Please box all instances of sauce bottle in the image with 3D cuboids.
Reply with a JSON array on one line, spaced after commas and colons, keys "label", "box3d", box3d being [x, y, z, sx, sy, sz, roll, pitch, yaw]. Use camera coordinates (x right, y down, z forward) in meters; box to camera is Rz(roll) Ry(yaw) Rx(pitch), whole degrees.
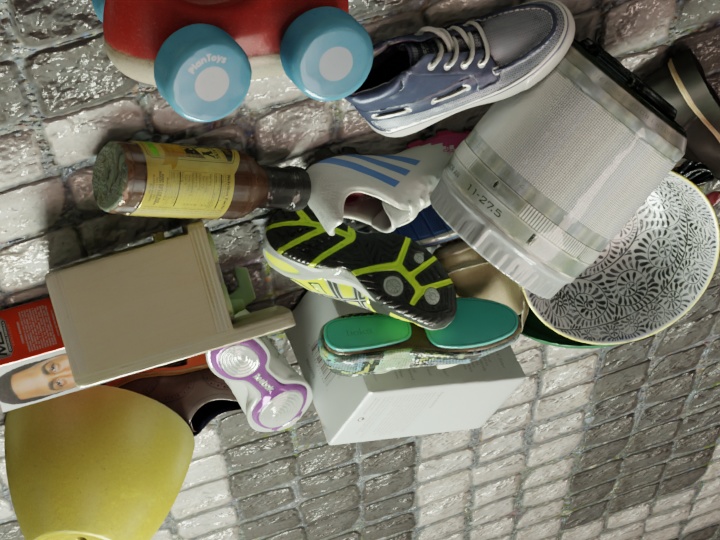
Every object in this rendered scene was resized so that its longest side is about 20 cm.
[{"label": "sauce bottle", "box3d": [-0.134, -0.076, 1.503, 0.200, 0.065, 0.065, 2, 144, -40]}]

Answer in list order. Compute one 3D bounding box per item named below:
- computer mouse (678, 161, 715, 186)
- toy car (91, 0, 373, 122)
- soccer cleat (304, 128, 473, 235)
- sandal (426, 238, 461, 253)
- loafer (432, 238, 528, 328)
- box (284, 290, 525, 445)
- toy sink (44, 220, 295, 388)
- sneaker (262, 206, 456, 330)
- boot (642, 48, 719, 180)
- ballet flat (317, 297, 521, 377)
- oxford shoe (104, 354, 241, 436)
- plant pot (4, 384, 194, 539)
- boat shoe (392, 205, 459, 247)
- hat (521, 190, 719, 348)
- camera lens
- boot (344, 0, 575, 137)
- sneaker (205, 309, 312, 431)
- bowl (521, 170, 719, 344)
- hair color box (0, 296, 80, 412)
[{"label": "computer mouse", "box3d": [0.296, -0.096, 1.796, 0.140, 0.046, 0.200, -34, 150, 25]}, {"label": "toy car", "box3d": [-0.092, -0.233, 1.188, 0.176, 0.184, 0.201, -11, 122, -20]}, {"label": "soccer cleat", "box3d": [0.042, -0.075, 1.607, 0.199, 0.087, 0.070, -10, 151, -22]}, {"label": "sandal", "box3d": [0.066, -0.016, 1.774, 0.202, 0.050, 0.083, 3, 128, -47]}, {"label": "loafer", "box3d": [0.131, 0.018, 1.749, 0.076, 0.068, 0.200, -21, 157, 18]}, {"label": "box", "box3d": [0.046, 0.085, 1.824, 0.200, 0.153, 0.106, -2, 146, -33]}, {"label": "toy sink", "box3d": [-0.172, 0.020, 1.551, 0.199, 0.112, 0.130, -16, -176, -7]}, {"label": "sneaker", "box3d": [0.000, 0.000, 1.668, 0.200, 0.076, 0.076, 27, 155, -3]}, {"label": "boot", "box3d": [0.296, -0.130, 1.722, 0.138, 0.078, 0.200, -25, 140, 15]}, {"label": "ballet flat", "box3d": [0.057, 0.069, 1.699, 0.199, 0.074, 0.074, -3, 150, -4]}, {"label": "oxford shoe", "box3d": [-0.208, 0.143, 1.827, 0.199, 0.073, 0.071, -20, 154, 4]}, {"label": "plant pot", "box3d": [-0.278, 0.229, 1.785, 0.199, 0.142, 0.200, 3, 145, 2]}, {"label": "boat shoe", "box3d": [0.121, -0.069, 1.691, 0.200, 0.072, 0.072, -26, 154, 7]}, {"label": "hat", "box3d": [0.247, -0.035, 1.829, 0.199, 0.166, 0.176, -8, 125, -14]}, {"label": "camera lens", "box3d": [0.178, -0.096, 1.542, 0.200, 0.160, 0.160, -51, 145, 12]}, {"label": "boot", "box3d": [0.081, -0.178, 1.463, 0.200, 0.073, 0.090, -28, 158, 13]}, {"label": "sneaker", "box3d": [-0.108, 0.089, 1.764, 0.075, 0.100, 0.200, -27, 140, 0]}, {"label": "bowl", "box3d": [0.246, -0.035, 1.721, 0.200, 0.094, 0.201, -4, 119, -6]}, {"label": "hair color box", "box3d": [-0.259, 0.064, 1.663, 0.199, 0.061, 0.102, -16, 153, -11]}]
